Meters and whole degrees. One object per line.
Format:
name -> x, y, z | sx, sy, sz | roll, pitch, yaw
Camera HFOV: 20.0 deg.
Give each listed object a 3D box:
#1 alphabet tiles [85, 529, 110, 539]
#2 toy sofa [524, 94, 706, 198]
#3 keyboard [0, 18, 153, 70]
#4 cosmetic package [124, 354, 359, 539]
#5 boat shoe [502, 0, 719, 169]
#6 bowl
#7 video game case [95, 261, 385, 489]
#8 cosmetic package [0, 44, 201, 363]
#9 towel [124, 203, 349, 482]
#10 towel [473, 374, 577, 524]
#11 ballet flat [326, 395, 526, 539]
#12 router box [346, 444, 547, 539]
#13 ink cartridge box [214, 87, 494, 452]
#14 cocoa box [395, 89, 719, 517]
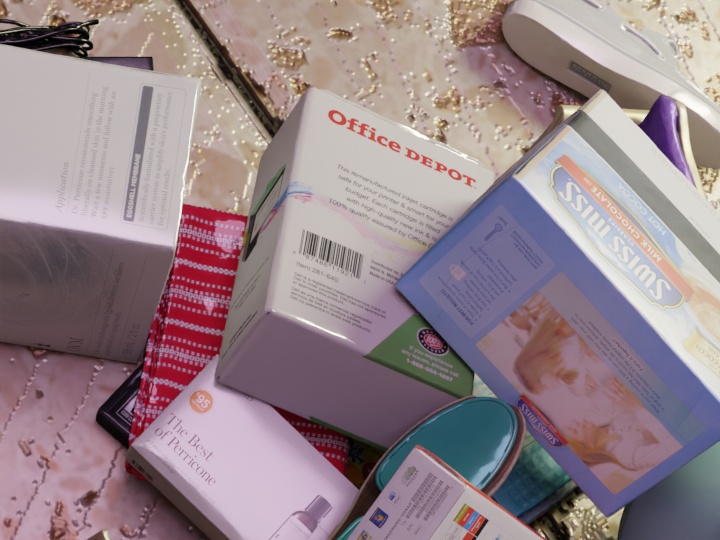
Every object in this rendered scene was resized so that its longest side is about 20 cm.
alphabet tiles -> -0.149, 0.264, 1.202 | 0.006, 0.166, 0.201 | 0, 63, -50
toy sofa -> 0.187, -0.021, 1.407 | 0.082, 0.098, 0.201 | 1, 62, -25
keyboard -> -0.239, -0.130, 1.401 | 0.198, 0.040, 0.105 | -2, 69, -15
cosmetic package -> -0.047, 0.152, 1.273 | 0.200, 0.051, 0.083 | 43, 70, 2
boat shoe -> 0.201, -0.150, 1.502 | 0.199, 0.072, 0.069 | 31, 64, 11
bowl -> 0.242, 0.175, 1.322 | 0.200, 0.202, 0.105 | -36, 42, -24
video game case -> -0.043, 0.098, 1.360 | 0.200, 0.026, 0.181 | 40, 65, 6
cosmetic package -> -0.217, -0.042, 1.280 | 0.198, 0.200, 0.124 | 10, 66, -8
towel -> -0.070, 0.057, 1.346 | 0.144, 0.023, 0.201 | 12, 65, -8
towel -> 0.123, 0.075, 1.392 | 0.199, 0.022, 0.147 | -31, 78, -33
ballet flat -> 0.022, 0.154, 1.226 | 0.067, 0.062, 0.200 | 41, 76, 21
router box -> 0.033, 0.225, 1.185 | 0.049, 0.179, 0.200 | 34, 86, 43
ink cartridge box -> 0.000, 0.000, 1.312 | 0.144, 0.084, 0.201 | 24, 46, -16
cocoa box -> 0.149, 0.020, 1.248 | 0.200, 0.133, 0.131 | 47, 43, 0
